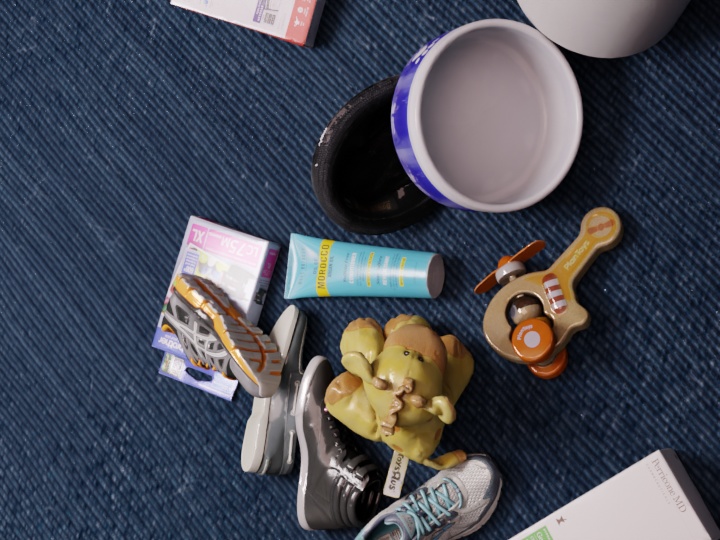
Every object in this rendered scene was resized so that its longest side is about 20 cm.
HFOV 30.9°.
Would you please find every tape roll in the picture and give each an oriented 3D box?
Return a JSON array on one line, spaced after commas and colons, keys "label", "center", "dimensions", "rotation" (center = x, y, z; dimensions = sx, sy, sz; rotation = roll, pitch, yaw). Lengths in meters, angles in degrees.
[{"label": "tape roll", "center": [0.264, -0.342, 1.347], "dimensions": [0.199, 0.139, 0.206], "rotation": [2, 71, -7]}]

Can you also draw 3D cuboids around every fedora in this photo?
[{"label": "fedora", "center": [0.024, -0.142, 1.483], "dimensions": [0.202, 0.199, 0.092], "rotation": [-57, 35, 8]}]

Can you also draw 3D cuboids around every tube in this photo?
[{"label": "tube", "center": [0.000, 0.000, 1.524], "dimensions": [0.197, 0.050, 0.079], "rotation": [3, 79, 28]}]

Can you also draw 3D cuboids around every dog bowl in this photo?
[{"label": "dog bowl", "center": [0.135, -0.164, 1.402], "dimensions": [0.197, 0.079, 0.204], "rotation": [-1, 92, -20]}]

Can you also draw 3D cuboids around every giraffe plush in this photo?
[{"label": "giraffe plush", "center": [0.043, 0.122, 1.390], "dimensions": [0.170, 0.163, 0.203], "rotation": [-2, 66, 1]}]

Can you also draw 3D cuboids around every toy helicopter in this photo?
[{"label": "toy helicopter", "center": [0.209, 0.009, 1.430], "dimensions": [0.132, 0.079, 0.201], "rotation": [40, 90, 30]}]

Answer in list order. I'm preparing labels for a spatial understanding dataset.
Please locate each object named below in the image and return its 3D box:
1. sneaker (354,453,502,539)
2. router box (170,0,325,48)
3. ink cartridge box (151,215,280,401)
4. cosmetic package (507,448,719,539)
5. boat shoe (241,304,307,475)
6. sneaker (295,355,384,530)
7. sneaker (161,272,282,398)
[{"label": "sneaker", "center": [0.072, 0.276, 1.441], "dimensions": [0.199, 0.086, 0.078], "rotation": [-40, 72, 14]}, {"label": "router box", "center": [-0.117, -0.391, 1.573], "dimensions": [0.177, 0.049, 0.203], "rotation": [17, 98, 9]}, {"label": "ink cartridge box", "center": [-0.182, 0.046, 1.595], "dimensions": [0.118, 0.042, 0.203], "rotation": [18, 93, 23]}, {"label": "cosmetic package", "center": [0.263, 0.281, 1.363], "dimensions": [0.199, 0.085, 0.108], "rotation": [-36, 70, 17]}, {"label": "boat shoe", "center": [-0.089, 0.144, 1.546], "dimensions": [0.061, 0.073, 0.203], "rotation": [16, 83, -20]}, {"label": "sneaker", "center": [-0.019, 0.200, 1.489], "dimensions": [0.098, 0.070, 0.204], "rotation": [1, 92, 33]}, {"label": "sneaker", "center": [-0.163, 0.088, 1.520], "dimensions": [0.200, 0.078, 0.078], "rotation": [45, 108, 36]}]
